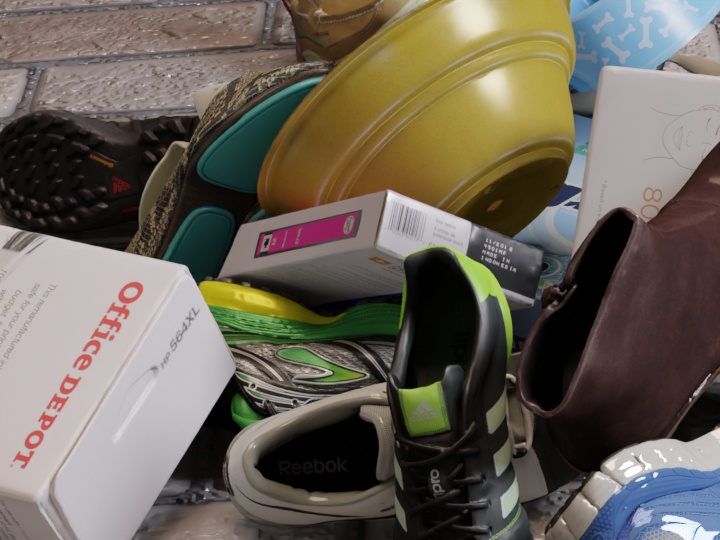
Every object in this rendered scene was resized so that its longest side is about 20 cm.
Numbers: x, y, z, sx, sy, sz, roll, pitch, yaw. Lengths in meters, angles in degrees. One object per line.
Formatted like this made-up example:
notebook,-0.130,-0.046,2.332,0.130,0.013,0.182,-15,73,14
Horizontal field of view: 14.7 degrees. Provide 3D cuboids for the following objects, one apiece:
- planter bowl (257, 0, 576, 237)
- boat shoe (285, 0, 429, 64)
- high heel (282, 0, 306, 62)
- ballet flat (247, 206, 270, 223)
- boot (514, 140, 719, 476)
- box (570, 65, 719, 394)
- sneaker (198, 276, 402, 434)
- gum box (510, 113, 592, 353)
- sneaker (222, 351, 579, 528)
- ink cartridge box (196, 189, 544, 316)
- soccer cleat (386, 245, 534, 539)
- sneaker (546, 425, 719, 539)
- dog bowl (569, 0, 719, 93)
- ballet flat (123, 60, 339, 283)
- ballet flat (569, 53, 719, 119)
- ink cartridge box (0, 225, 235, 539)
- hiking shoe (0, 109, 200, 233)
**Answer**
planter bowl,0.051,-0.061,1.476,0.200,0.201,0.084,-23,67,-32
boat shoe,-0.008,-0.148,1.518,0.072,0.076,0.200,-36,8,-14
high heel,0.003,-0.160,1.820,0.067,0.096,0.200,-13,27,-17
ballet flat,-0.020,-0.063,1.584,0.200,0.069,0.071,-38,54,4
boot,0.143,-0.001,1.256,0.072,0.200,0.166,26,-7,22
box,0.215,-0.010,1.384,0.199,0.153,0.106,8,-3,23
sneaker,-0.016,0.065,1.411,0.199,0.078,0.085,6,46,22
gum box,0.123,-0.018,1.569,0.170,0.045,0.200,19,36,40
sneaker,0.034,0.082,1.320,0.199,0.074,0.089,-15,-6,-3
ink cartridge box,0.000,0.000,1.430,0.094,0.037,0.200,20,-17,-27
soccer cleat,0.038,0.086,1.233,0.067,0.081,0.201,-9,69,18
sneaker,0.173,0.118,1.252,0.200,0.079,0.089,-15,60,-43
dog bowl,0.121,-0.132,1.654,0.200,0.050,0.112,-27,15,40
ballet flat,-0.081,-0.053,1.517,0.068,0.200,0.075,14,32,-39
ballet flat,0.172,-0.105,1.715,0.199,0.064,0.067,8,29,25
ink cartridge box,-0.184,0.058,1.372,0.200,0.084,0.146,13,57,30
hiking shoe,-0.131,-0.057,1.682,0.200,0.076,0.101,3,-1,36
